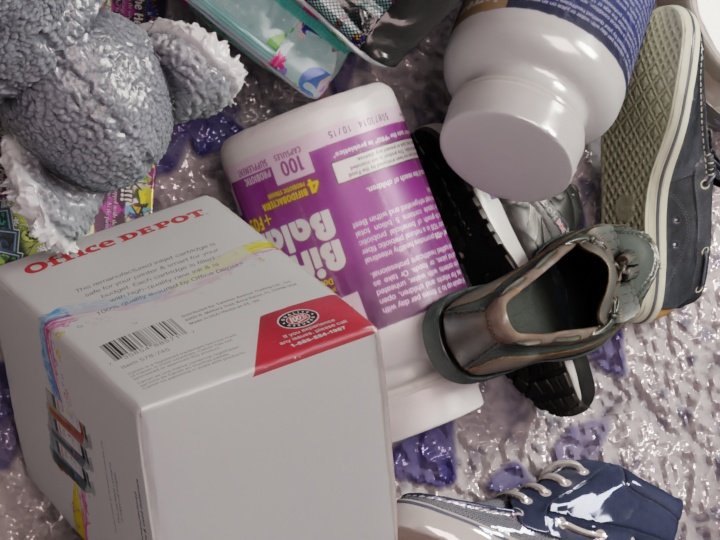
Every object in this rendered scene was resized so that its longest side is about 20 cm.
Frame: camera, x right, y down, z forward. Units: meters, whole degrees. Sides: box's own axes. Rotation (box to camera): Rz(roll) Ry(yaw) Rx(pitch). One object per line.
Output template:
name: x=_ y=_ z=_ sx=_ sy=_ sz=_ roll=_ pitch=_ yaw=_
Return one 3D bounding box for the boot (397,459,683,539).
boot: x=0.104 y=0.151 z=1.690 sx=0.199 sy=0.073 sz=0.091 roll=24 pitch=67 yaw=-25

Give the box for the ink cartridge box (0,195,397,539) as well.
ink cartridge box: x=-0.093 y=0.073 z=1.529 sx=0.145 sy=0.200 sz=0.145 roll=-19 pitch=121 yaw=-23

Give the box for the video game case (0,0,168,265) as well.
video game case: x=-0.206 y=-0.077 z=1.612 sx=0.181 sy=0.036 sz=0.201 roll=6 pitch=80 yaw=-19

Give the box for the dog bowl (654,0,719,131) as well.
dog bowl: x=0.263 y=-0.175 z=1.798 sx=0.199 sy=0.059 sz=0.201 roll=3 pitch=81 yaw=-20

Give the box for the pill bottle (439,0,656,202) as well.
pill bottle: x=0.113 y=-0.144 z=1.670 sx=0.111 sy=0.111 sz=0.200 roll=31 pitch=56 yaw=-15

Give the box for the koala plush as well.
koala plush: x=-0.175 y=-0.121 z=1.522 sx=0.177 sy=0.184 sz=0.200 roll=-42 pitch=107 yaw=-11

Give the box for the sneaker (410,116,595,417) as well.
sneaker: x=0.112 y=-0.012 z=1.710 sx=0.087 sy=0.076 sz=0.201 roll=-25 pitch=92 yaw=-28

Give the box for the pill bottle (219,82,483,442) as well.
pill bottle: x=0.000 y=0.000 z=1.641 sx=0.112 sy=0.112 sz=0.201 roll=-21 pitch=89 yaw=-22

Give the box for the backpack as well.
backpack: x=-0.041 y=-0.204 z=1.620 sx=0.151 sy=0.178 sz=0.200 roll=-44 pitch=98 yaw=10

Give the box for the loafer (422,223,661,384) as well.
loafer: x=0.121 y=0.017 z=1.626 sx=0.200 sy=0.063 sz=0.072 roll=-24 pitch=90 yaw=-45

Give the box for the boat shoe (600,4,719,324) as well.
boat shoe: x=0.191 y=-0.066 z=1.731 sx=0.062 sy=0.075 sz=0.201 roll=-5 pitch=106 yaw=-31
